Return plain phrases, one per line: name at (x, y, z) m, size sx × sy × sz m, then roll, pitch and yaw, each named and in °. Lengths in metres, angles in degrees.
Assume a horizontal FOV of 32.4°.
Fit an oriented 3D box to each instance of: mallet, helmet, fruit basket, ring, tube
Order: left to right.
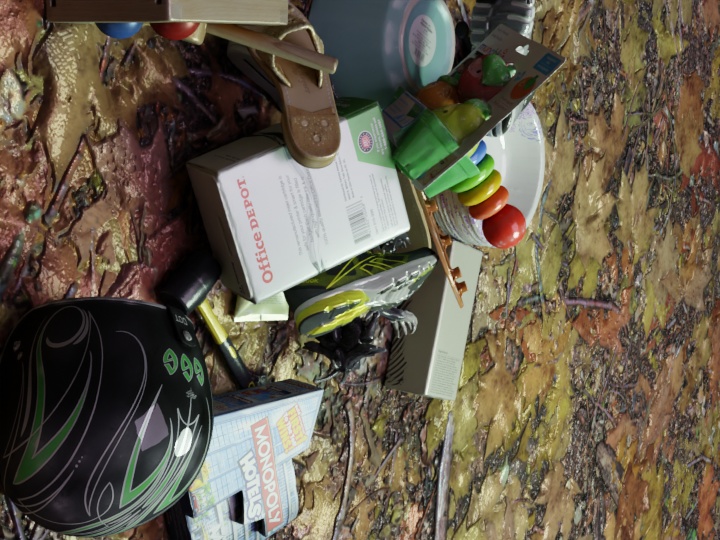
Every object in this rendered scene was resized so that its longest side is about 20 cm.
helmet at (-0.226, 0.135, 1.088) m, size 0.199 × 0.198 × 0.193 m, roll 29°, pitch 56°, yaw -52°
mallet at (-0.144, 0.059, 1.304) m, size 0.066 × 0.041 × 0.201 m, roll -58°, pitch 142°, yaw -25°
tube at (-0.099, -0.044, 1.338) m, size 0.052 × 0.057 × 0.203 m, roll -105°, pitch -160°, yaw -82°
ring at (0.091, -0.053, 1.459) m, size 0.200 × 0.019 × 0.202 m, roll -21°, pitch 91°, yaw -85°
fruit basket at (0.106, -0.182, 1.322) m, size 0.094 × 0.185 × 0.200 m, roll 40°, pitch 97°, yaw -26°
mallet at (0.145, -0.289, 1.568) m, size 0.200 × 0.041 × 0.067 m, roll 42°, pitch 55°, yaw -73°

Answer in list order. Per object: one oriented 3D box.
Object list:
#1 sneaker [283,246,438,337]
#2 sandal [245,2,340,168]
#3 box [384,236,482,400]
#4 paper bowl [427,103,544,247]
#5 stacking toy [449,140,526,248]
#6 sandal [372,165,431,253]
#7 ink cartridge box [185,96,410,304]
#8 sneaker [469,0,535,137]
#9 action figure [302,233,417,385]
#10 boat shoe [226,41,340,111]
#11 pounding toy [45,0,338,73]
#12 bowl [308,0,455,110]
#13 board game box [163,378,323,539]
sneaker at (0.000, 0.000, 1.354) m, size 0.199 × 0.085 × 0.075 m, roll -20°, pitch 158°, yaw -35°
sandal at (-0.058, -0.208, 1.208) m, size 0.077 × 0.070 × 0.214 m, roll -8°, pitch 65°, yaw -22°
box at (0.095, 0.062, 1.601) m, size 0.082 × 0.068 × 0.202 m, roll 20°, pitch 79°, yaw -54°
paper bowl at (0.151, -0.134, 1.612) m, size 0.200 × 0.103 × 0.203 m, roll -13°, pitch 107°, yaw -53°
stacking toy at (0.131, -0.110, 1.471) m, size 0.085 × 0.085 × 0.201 m, roll -46°, pitch 110°, yaw -39°
sandal at (0.049, -0.086, 1.510) m, size 0.070 × 0.077 × 0.214 m, roll -56°, pitch 136°, yaw -53°
ink cartridge box at (-0.063, -0.076, 1.275) m, size 0.199 × 0.083 × 0.148 m, roll -25°, pitch 114°, yaw -26°
sneaker at (0.179, -0.267, 1.491) m, size 0.115 × 0.074 × 0.202 m, roll -28°, pitch 130°, yaw -61°
action figure at (0.007, 0.051, 1.442) m, size 0.102 × 0.118 × 0.202 m, roll 37°, pitch 61°, yaw -43°
boat shoe at (-0.061, -0.209, 1.334) m, size 0.200 × 0.072 × 0.072 m, roll 42°, pitch 67°, yaw -46°
pounding toy at (-0.148, -0.251, 1.114) m, size 0.199 × 0.183 × 0.144 m, roll -12°, pitch 106°, yaw -52°
bowl at (0.038, -0.262, 1.435) m, size 0.200 × 0.104 × 0.203 m, roll -16°, pitch 109°, yaw -52°
board game box at (-0.119, 0.207, 1.319) m, size 0.199 × 0.061 × 0.202 m, roll -27°, pitch 117°, yaw -40°
